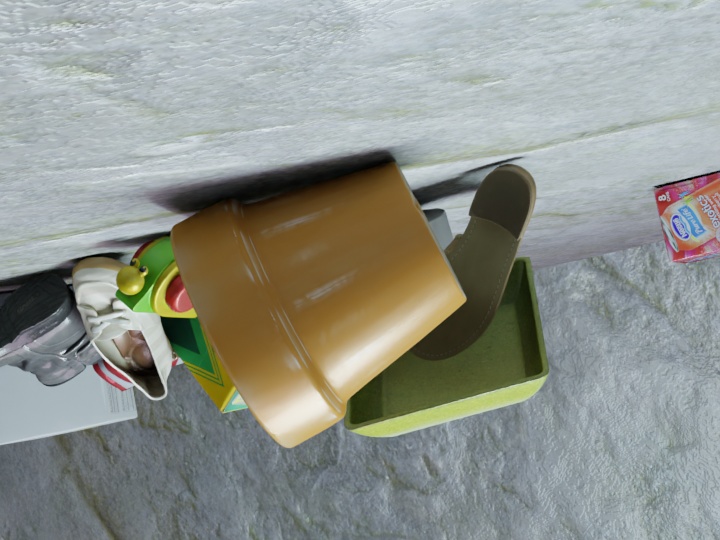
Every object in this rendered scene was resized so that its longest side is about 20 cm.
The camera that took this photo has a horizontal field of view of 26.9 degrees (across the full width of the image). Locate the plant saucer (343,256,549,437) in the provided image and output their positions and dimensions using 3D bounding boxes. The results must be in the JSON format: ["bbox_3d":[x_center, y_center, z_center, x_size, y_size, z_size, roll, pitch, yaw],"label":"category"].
[{"bbox_3d":[0.085,0.084,1.472,0.199,0.048,0.200,-16,-147,10],"label":"plant saucer"}]

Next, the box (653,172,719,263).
[{"bbox_3d":[0.456,-0.067,2.004,0.095,0.100,0.200,-13,176,18],"label":"box"}]

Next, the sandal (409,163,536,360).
[{"bbox_3d":[0.114,-0.010,1.414,0.070,0.077,0.212,-36,155,-60],"label":"sandal"}]

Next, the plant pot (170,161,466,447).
[{"bbox_3d":[-0.024,0.010,1.196,0.183,0.201,0.200,-28,175,4],"label":"plant pot"}]

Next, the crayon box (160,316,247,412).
[{"bbox_3d":[-0.108,0.058,1.593,0.199,0.173,0.058,-8,137,-46],"label":"crayon box"}]

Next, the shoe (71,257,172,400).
[{"bbox_3d":[-0.226,0.058,1.464,0.070,0.054,0.200,-12,143,7],"label":"shoe"}]

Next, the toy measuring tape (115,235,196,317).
[{"bbox_3d":[-0.154,0.006,1.395,0.073,0.074,0.200,-14,170,29],"label":"toy measuring tape"}]

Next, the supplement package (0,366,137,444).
[{"bbox_3d":[-0.379,0.127,1.870,0.151,0.152,0.200,-11,176,0],"label":"supplement package"}]

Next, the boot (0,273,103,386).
[{"bbox_3d":[-0.344,0.088,1.498,0.199,0.070,0.132,-23,150,8],"label":"boot"}]

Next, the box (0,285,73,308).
[{"bbox_3d":[-0.410,0.063,1.629,0.199,0.049,0.158,-15,174,41],"label":"box"}]

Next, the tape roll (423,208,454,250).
[{"bbox_3d":[0.000,0.000,1.520,0.201,0.071,0.202,-17,-171,3],"label":"tape roll"}]

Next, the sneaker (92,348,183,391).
[{"bbox_3d":[-0.206,0.081,1.661,0.112,0.072,0.199,-24,168,37],"label":"sneaker"}]
